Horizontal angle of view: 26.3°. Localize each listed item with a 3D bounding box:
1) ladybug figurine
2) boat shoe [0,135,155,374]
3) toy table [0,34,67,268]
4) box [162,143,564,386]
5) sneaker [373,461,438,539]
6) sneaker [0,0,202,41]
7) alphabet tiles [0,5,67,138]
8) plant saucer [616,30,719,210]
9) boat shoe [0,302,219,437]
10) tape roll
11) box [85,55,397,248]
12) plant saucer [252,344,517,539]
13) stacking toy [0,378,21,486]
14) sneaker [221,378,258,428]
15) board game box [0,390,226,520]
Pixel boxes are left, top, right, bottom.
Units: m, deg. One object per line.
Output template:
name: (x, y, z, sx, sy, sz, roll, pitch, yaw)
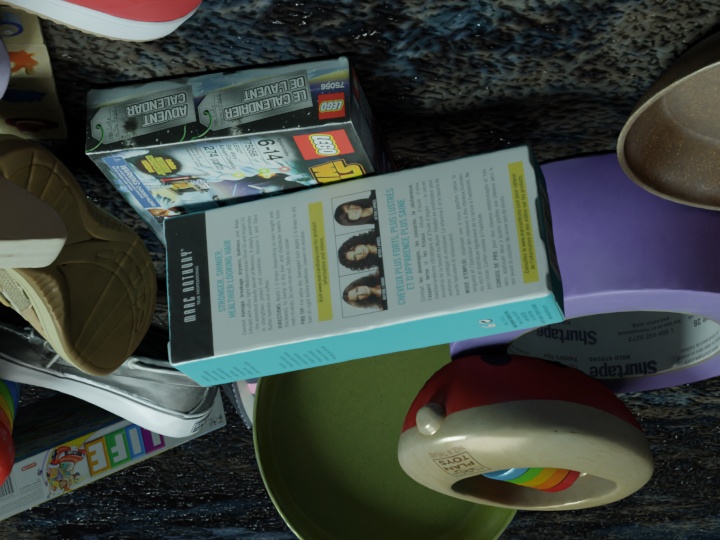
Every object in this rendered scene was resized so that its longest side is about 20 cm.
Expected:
ladybug figurine: (0.101, 0.098, 0.946, 0.135, 0.073, 0.199, -17, 154, 34)
boat shoe: (-0.166, -0.014, 0.807, 0.064, 0.071, 0.200, 27, 158, 27)
toy table: (-0.223, -0.047, 0.621, 0.199, 0.118, 0.184, -11, 147, -30)
box: (0.000, 0.000, 0.792, 0.198, 0.083, 0.049, -11, 159, 13)
sneaker: (0.042, 0.119, 1.074, 0.090, 0.201, 0.078, -15, 162, -2)
sneaker: (-0.127, -0.137, 0.548, 0.199, 0.072, 0.112, 3, 164, -34)
alphabet tiles: (-0.231, -0.095, 0.741, 0.165, 0.006, 0.200, 0, 159, -5)
plant saucer: (0.226, -0.084, 0.767, 0.199, 0.037, 0.201, -2, 160, -1)
boat shoe: (-0.184, 0.041, 0.994, 0.198, 0.074, 0.068, 25, 121, 1)
tape roll: (0.151, 0.008, 0.933, 0.198, 0.086, 0.200, -2, 159, -1)
box: (-0.051, -0.045, 0.838, 0.136, 0.040, 0.200, -7, 158, 10)
plant saucer: (0.020, 0.103, 1.016, 0.198, 0.202, 0.031, 6, 167, -21)
stacking toy: (-0.253, 0.095, 0.998, 0.085, 0.086, 0.200, 6, -168, -19)
sneaker: (-0.063, 0.035, 1.041, 0.082, 0.070, 0.200, -27, 158, -13)
board game box: (-0.214, 0.121, 1.100, 0.199, 0.035, 0.134, -20, -166, -40)
